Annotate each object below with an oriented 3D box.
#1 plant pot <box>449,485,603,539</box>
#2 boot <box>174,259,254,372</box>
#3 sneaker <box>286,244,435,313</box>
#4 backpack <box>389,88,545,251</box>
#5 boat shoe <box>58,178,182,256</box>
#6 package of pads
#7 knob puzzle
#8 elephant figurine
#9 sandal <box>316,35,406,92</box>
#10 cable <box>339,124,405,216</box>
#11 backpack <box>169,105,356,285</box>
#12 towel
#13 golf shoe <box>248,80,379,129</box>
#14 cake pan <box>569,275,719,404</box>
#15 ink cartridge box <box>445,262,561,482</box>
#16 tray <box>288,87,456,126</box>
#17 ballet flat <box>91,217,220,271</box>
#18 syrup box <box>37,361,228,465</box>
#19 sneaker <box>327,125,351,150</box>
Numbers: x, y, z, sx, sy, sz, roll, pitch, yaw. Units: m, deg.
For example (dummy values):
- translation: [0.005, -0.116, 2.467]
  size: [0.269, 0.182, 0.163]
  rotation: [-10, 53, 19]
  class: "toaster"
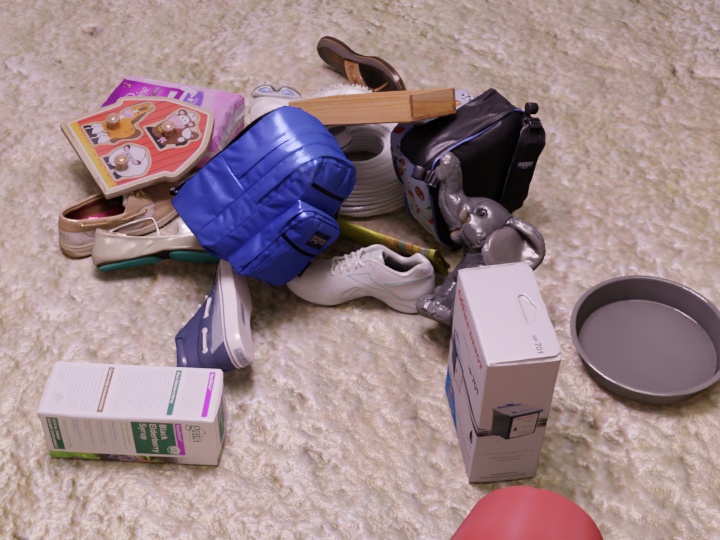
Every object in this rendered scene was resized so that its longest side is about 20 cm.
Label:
- translation: [0.148, 0.316, 1.084]
  size: [0.199, 0.202, 0.178]
  rotation: [15, 35, 15]
  class: "plant pot"
- translation: [-0.187, 0.056, 1.425]
  size: [0.090, 0.073, 0.201]
  rotation: [-20, 33, 6]
  class: "boot"
- translation: [0.000, 0.000, 1.473]
  size: [0.198, 0.081, 0.071]
  rotation: [3, 46, 5]
  class: "sneaker"
- translation: [0.132, -0.132, 1.530]
  size: [0.199, 0.191, 0.154]
  rotation: [-27, 44, -17]
  class: "backpack"
- translation: [-0.323, -0.089, 1.569]
  size: [0.199, 0.070, 0.074]
  rotation: [-31, 52, -28]
  class: "boat shoe"
- translation: [-0.280, -0.222, 1.702]
  size: [0.198, 0.076, 0.121]
  rotation: [12, 43, 12]
  class: "package of pads"
- translation: [-0.297, -0.193, 1.600]
  size: [0.218, 0.031, 0.221]
  rotation: [0, 46, 0]
  class: "knob puzzle"
- translation: [0.158, -0.022, 1.406]
  size: [0.141, 0.155, 0.201]
  rotation: [17, 88, 37]
  class: "elephant figurine"
- translation: [-0.005, -0.305, 1.789]
  size: [0.200, 0.082, 0.055]
  rotation: [35, 70, 29]
  class: "sandal"
- translation: [-0.003, -0.163, 1.645]
  size: [0.198, 0.070, 0.201]
  rotation: [-3, 44, -4]
  class: "cable"
- translation: [-0.099, -0.092, 1.435]
  size: [0.200, 0.162, 0.168]
  rotation: [-43, 72, 11]
  class: "backpack"
- translation: [0.021, -0.043, 1.514]
  size: [0.199, 0.086, 0.018]
  rotation: [21, 79, 21]
  class: "towel"
- translation: [-0.059, -0.208, 1.607]
  size: [0.198, 0.078, 0.098]
  rotation: [0, 64, 6]
  class: "golf shoe"
- translation: [0.356, 0.088, 1.413]
  size: [0.198, 0.037, 0.201]
  rotation: [0, 44, 0]
  class: "cake pan"
- translation: [0.153, 0.114, 1.268]
  size: [0.085, 0.201, 0.147]
  rotation: [-6, 44, -6]
  class: "ink cartridge box"
- translation: [0.014, -0.209, 1.473]
  size: [0.199, 0.037, 0.098]
  rotation: [5, 15, 39]
  class: "tray"
- translation: [-0.257, -0.039, 1.512]
  size: [0.198, 0.070, 0.070]
  rotation: [-4, 44, -5]
  class: "ballet flat"
- translation: [-0.255, 0.163, 1.304]
  size: [0.198, 0.079, 0.082]
  rotation: [3, 44, 3]
  class: "syrup box"
- translation: [-0.088, -0.127, 1.559]
  size: [0.199, 0.071, 0.073]
  rotation: [-28, 18, 22]
  class: "sneaker"
